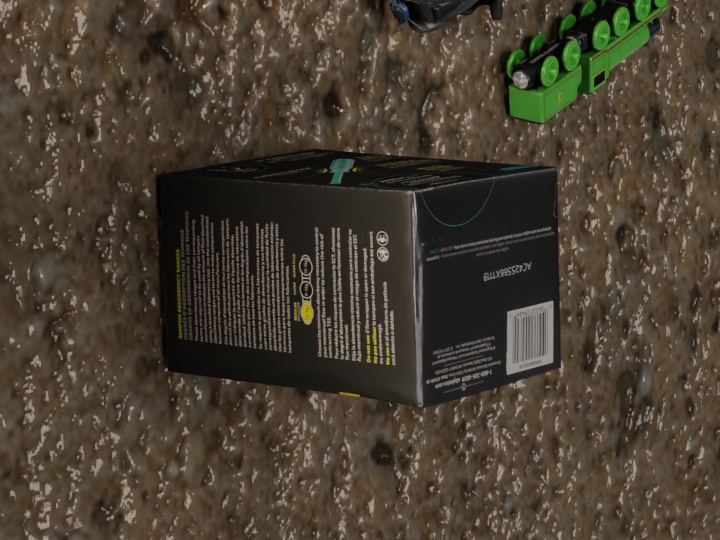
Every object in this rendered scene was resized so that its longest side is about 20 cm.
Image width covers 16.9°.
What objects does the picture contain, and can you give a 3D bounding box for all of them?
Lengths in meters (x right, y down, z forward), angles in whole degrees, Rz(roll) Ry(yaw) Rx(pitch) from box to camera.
[{"bbox_3d":[0.000,0.000,1.469,0.150,0.199,0.127,-12,104,-49],"label":"tampon box"},{"bbox_3d":[0.171,-0.165,1.798,0.200,0.042,0.057,-36,131,-44],"label":"toy train"},{"bbox_3d":[0.041,-0.195,1.603,0.200,0.071,0.079,-10,106,-49],"label":"water shoe"}]
